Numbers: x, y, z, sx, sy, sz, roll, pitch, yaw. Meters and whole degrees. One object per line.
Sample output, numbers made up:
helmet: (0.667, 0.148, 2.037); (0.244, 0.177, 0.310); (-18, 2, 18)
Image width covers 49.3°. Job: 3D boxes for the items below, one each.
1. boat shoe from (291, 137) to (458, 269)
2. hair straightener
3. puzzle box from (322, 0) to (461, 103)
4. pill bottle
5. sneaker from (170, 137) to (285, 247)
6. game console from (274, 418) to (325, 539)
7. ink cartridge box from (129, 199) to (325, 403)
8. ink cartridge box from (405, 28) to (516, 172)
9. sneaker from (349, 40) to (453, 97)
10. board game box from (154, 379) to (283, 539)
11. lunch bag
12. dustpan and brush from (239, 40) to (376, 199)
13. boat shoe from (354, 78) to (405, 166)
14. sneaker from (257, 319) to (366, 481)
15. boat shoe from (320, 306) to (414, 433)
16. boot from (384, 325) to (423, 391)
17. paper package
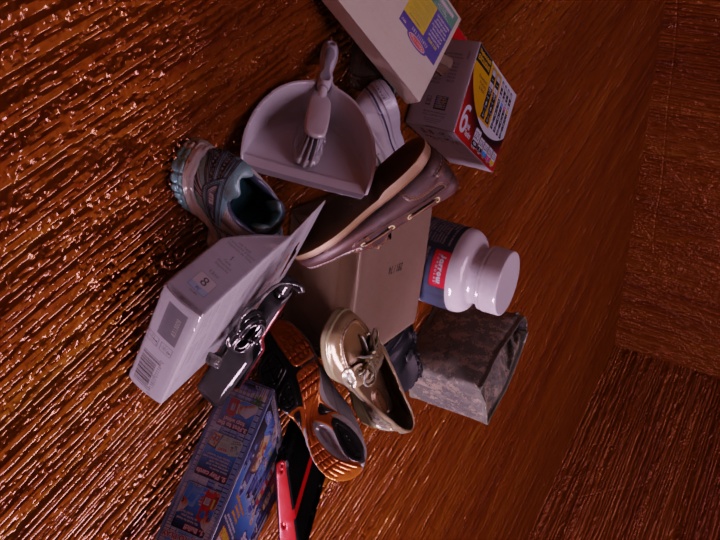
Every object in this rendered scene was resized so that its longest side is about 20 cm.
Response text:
boat shoe: (0.013, -0.055, 0.830); (0.070, 0.198, 0.071); (40, 31, -32)
hair straightener: (-0.111, 0.074, 0.762); (0.200, 0.041, 0.077); (-47, 177, 39)
puzzle box: (0.031, -0.306, 0.885); (0.200, 0.025, 0.135); (44, 63, -35)
pill bottle: (0.118, -0.009, 1.115); (0.119, 0.197, 0.122); (-38, 137, -48)
sneaker: (-0.110, -0.045, 0.778); (0.079, 0.085, 0.201); (-64, 152, -17)
game console: (-0.076, 0.243, 1.005); (0.201, 0.030, 0.180); (-74, 162, -59)
ink cartridge box: (-0.126, 0.017, 0.752); (0.200, 0.047, 0.161); (-48, 175, -44)
ink cartridge box: (0.162, -0.267, 1.181); (0.199, 0.082, 0.179); (20, 87, -63)
sneaker: (0.047, -0.259, 0.999); (0.198, 0.070, 0.077); (-6, 124, -55)
board game box: (-0.153, 0.257, 0.871); (0.202, 0.060, 0.202); (89, 23, -50)
lunch bag: (0.187, 0.142, 1.375); (0.201, 0.161, 0.119); (-54, 142, -32)
dustpan and brush: (-0.044, -0.174, 0.833); (0.202, 0.137, 0.058); (-85, -168, -47)
boat shoe: (0.015, -0.169, 0.982); (0.066, 0.074, 0.200); (-29, 158, -1)
sneaker: (-0.057, 0.153, 0.936); (0.075, 0.203, 0.092); (-29, 172, 4)
boat shoe: (0.013, 0.118, 0.905); (0.074, 0.062, 0.201); (-56, 141, -25)
boot: (0.037, 0.132, 1.174); (0.201, 0.075, 0.171); (-51, 143, -48)
paper package: (0.000, 0.000, 1.001); (0.199, 0.102, 0.195); (-27, 128, -56)
